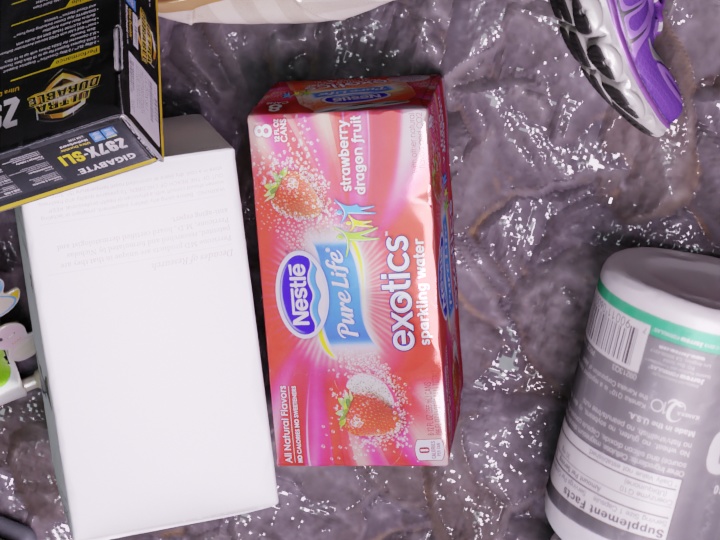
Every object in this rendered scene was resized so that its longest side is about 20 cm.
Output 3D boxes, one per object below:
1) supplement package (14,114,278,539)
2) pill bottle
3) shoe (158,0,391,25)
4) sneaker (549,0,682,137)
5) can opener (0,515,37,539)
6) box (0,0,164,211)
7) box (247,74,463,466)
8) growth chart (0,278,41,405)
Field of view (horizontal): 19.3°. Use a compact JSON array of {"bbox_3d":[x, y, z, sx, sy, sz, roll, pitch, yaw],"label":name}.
[{"bbox_3d":[-0.121,0.029,1.160,0.116,0.117,0.202,-10,104,-12],"label":"supplement package"},{"bbox_3d":[0.164,0.098,1.159,0.112,0.113,0.202,13,108,4],"label":"pill bottle"},{"bbox_3d":[-0.030,-0.170,1.145,0.198,0.053,0.071,-6,72,5],"label":"shoe"},{"bbox_3d":[0.139,-0.167,1.109,0.083,0.081,0.201,-19,108,-4],"label":"sneaker"},{"bbox_3d":[-0.284,0.124,1.258,0.199,0.053,0.067,21,108,0],"label":"can opener"},{"bbox_3d":[-0.201,-0.102,1.090,0.198,0.161,0.049,-17,146,14],"label":"box"},{"bbox_3d":[0.000,0.000,1.161,0.099,0.096,0.202,-1,106,9],"label":"box"},{"bbox_3d":[-0.261,0.034,1.177,0.144,0.018,0.200,-26,141,2],"label":"growth chart"}]
